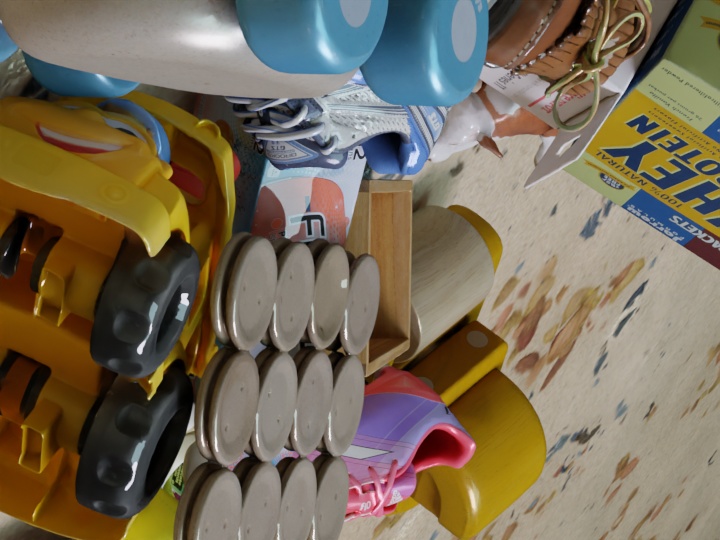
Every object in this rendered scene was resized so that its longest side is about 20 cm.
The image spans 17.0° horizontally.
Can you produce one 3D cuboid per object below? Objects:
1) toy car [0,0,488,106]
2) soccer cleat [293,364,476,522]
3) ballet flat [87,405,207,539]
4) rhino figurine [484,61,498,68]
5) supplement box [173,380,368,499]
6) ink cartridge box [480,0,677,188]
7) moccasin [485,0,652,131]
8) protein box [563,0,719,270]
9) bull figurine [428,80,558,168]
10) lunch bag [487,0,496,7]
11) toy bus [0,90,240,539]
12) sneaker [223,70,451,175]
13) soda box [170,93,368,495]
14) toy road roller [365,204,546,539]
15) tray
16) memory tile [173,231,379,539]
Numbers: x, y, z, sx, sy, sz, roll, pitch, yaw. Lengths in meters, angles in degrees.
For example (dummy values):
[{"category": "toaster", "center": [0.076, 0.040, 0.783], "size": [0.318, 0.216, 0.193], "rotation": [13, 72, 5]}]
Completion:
[{"category": "toy car", "center": [-0.058, -0.169, 0.906], "size": [0.177, 0.184, 0.201], "rotation": [8, 86, -64]}, {"category": "soccer cleat", "center": [-0.014, 0.119, 1.360], "size": [0.200, 0.076, 0.067], "rotation": [-33, 152, -46]}, {"category": "ballet flat", "center": [-0.104, 0.090, 1.146], "size": [0.067, 0.200, 0.067], "rotation": [-35, 119, 5]}, {"category": "rhino figurine", "center": [0.083, -0.180, 1.275], "size": [0.060, 0.087, 0.200], "rotation": [46, 76, -26]}, {"category": "supplement box", "center": [-0.074, 0.077, 1.362], "size": [0.109, 0.061, 0.200], "rotation": [-54, 161, 2]}, {"category": "ink cartridge box", "center": [0.129, -0.151, 1.340], "size": [0.200, 0.067, 0.117], "rotation": [-59, -173, -13]}, {"category": "moccasin", "center": [0.099, -0.115, 1.139], "size": [0.074, 0.078, 0.201], "rotation": [-47, 173, 11]}, {"category": "protein box", "center": [0.238, -0.130, 1.364], "size": [0.200, 0.135, 0.199], "rotation": [-60, -177, -19]}, {"category": "bull figurine", "center": [0.114, -0.128, 1.446], "size": [0.200, 0.065, 0.121], "rotation": [-51, 163, -7]}, {"category": "lunch bag", "center": [0.042, -0.209, 1.042], "size": [0.200, 0.139, 0.168], "rotation": [-57, 177, 16]}, {"category": "toy bus", "center": [-0.111, -0.013, 1.050], "size": [0.192, 0.135, 0.200], "rotation": [-54, 163, -42]}, {"category": "sneaker", "center": [-0.027, -0.087, 1.083], "size": [0.200, 0.077, 0.085], "rotation": [15, 91, -43]}, {"category": "soda box", "center": [-0.058, 0.010, 1.194], "size": [0.063, 0.068, 0.201], "rotation": [-3, 116, -38]}, {"category": "toy road roller", "center": [0.049, 0.074, 1.508], "size": [0.123, 0.146, 0.200], "rotation": [-38, 155, -39]}, {"category": "tray", "center": [0.000, 0.000, 1.304], "size": [0.200, 0.037, 0.099], "rotation": [-18, 109, -83]}, {"category": "memory tile", "center": [-0.036, 0.060, 1.101], "size": [0.200, 0.017, 0.154], "rotation": [8, 90, -71]}]
